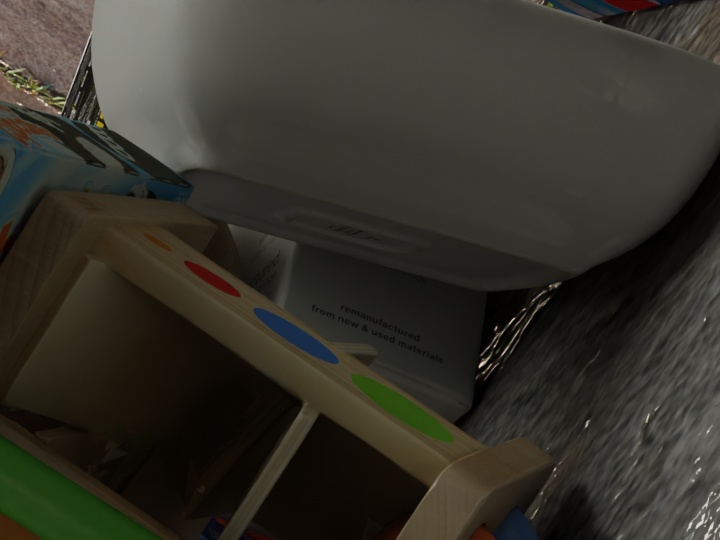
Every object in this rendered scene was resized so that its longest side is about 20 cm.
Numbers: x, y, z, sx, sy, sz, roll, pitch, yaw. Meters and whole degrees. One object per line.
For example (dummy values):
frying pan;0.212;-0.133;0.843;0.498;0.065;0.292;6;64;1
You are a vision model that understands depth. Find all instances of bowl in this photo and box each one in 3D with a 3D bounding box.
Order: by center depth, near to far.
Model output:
bowl;0.007;-0.046;0.851;0.200;0.200;0.075;164;120;-77

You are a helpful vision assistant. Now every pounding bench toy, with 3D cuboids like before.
pounding bench toy;-0.045;0.073;0.686;0.124;0.156;0.200;-57;-11;7

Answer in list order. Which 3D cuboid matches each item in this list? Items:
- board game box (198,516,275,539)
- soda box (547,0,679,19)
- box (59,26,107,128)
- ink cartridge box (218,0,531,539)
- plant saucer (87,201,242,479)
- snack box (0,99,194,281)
board game box;-0.099;0.169;1.100;0.200;0.045;0.134;-55;10;15
soda box;0.105;-0.148;1.044;0.068;0.064;0.200;-58;9;-3
box;-0.096;-0.076;1.156;0.160;0.049;0.200;-150;80;-73
ink cartridge box;-0.010;-0.015;1.022;0.145;0.083;0.200;-47;25;51
plant saucer;-0.088;0.051;0.972;0.200;0.035;0.200;-161;90;-72
snack box;-0.115;0.010;0.713;0.116;0.037;0.200;-57;-11;5
